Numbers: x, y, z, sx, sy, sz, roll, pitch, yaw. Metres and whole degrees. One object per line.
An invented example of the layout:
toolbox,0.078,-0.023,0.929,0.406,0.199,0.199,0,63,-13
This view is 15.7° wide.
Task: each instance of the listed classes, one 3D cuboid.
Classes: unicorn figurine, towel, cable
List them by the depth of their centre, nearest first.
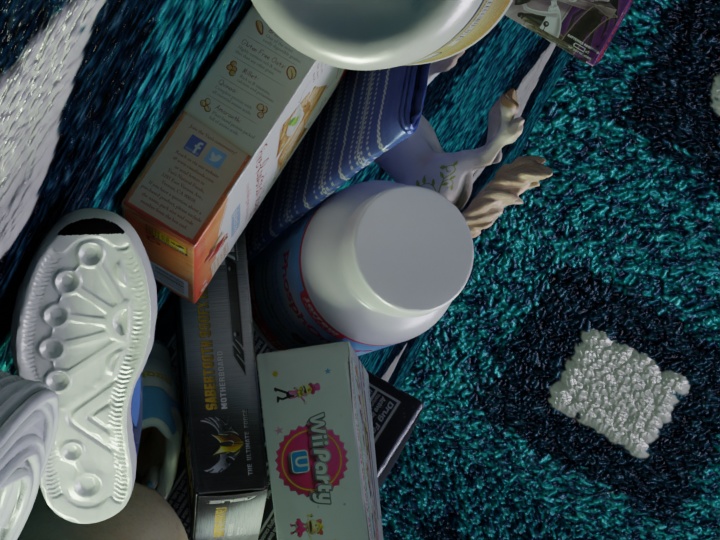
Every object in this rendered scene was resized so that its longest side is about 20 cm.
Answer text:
cable,-0.231,0.138,1.370,0.200,0.069,0.200,-59,173,-12
towel,-0.010,-0.104,1.707,0.200,0.024,0.145,-37,-146,48
unicorn figurine,0.028,-0.098,1.766,0.137,0.200,0.074,-50,146,16

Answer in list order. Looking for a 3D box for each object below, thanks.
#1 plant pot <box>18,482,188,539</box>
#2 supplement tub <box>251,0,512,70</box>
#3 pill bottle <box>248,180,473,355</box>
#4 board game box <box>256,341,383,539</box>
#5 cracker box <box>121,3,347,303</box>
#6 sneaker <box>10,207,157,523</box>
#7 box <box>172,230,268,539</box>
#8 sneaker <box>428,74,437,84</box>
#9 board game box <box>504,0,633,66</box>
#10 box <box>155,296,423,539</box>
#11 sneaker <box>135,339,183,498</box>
plant pot,-0.192,0.224,1.643,0.184,0.200,0.201,-69,-176,-52
supplement tub,0.018,-0.186,1.459,0.145,0.144,0.200,-60,174,10
pill bottle,0.000,0.000,1.729,0.109,0.109,0.200,-57,-168,-18
board game box,-0.022,0.133,1.738,0.200,0.064,0.148,74,9,-81
cracker box,-0.071,-0.089,1.614,0.200,0.058,0.134,-58,175,-15
sneaker,-0.160,0.030,1.496,0.147,0.080,0.201,-104,-166,-61
box,-0.096,0.071,1.740,0.158,0.048,0.201,106,-20,-72
sneaker,0.044,-0.193,1.959,0.200,0.079,0.131,-58,175,-21
board game box,0.084,-0.223,1.560,0.120,0.200,0.032,-61,172,14
box,-0.091,0.140,1.907,0.200,0.198,0.123,-57,173,-16
sneaker,-0.166,0.140,1.746,0.081,0.076,0.200,-107,-156,-43
